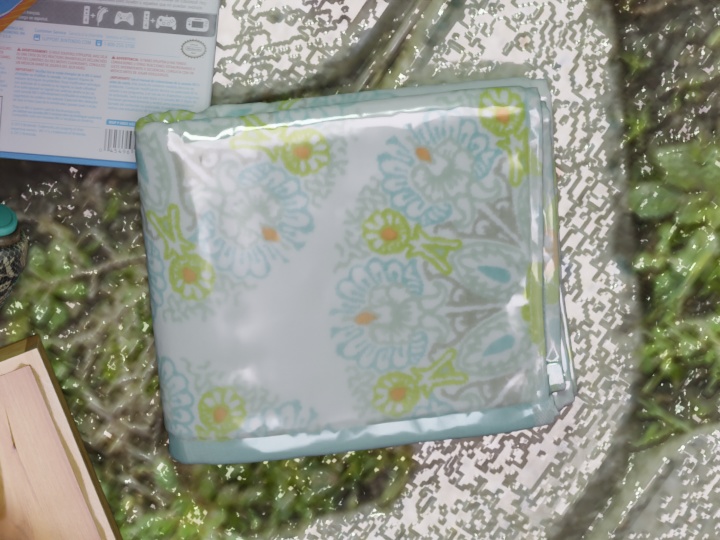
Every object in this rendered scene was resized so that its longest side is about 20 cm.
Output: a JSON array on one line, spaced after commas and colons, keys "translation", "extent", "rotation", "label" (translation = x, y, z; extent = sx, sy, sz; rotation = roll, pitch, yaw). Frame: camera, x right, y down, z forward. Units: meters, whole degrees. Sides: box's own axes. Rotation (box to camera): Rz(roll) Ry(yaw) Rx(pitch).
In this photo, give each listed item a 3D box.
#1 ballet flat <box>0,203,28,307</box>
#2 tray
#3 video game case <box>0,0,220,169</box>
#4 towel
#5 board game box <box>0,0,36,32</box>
[{"translation": [-0.255, -0.018, 1.331], "extent": [0.200, 0.068, 0.075], "rotation": [19, 112, -11], "label": "ballet flat"}, {"translation": [-0.163, 0.141, 1.383], "extent": [0.098, 0.037, 0.200], "rotation": [-21, 104, 0], "label": "tray"}, {"translation": [-0.134, -0.149, 1.333], "extent": [0.143, 0.018, 0.200], "rotation": [5, 102, -5], "label": "video game case"}, {"translation": [0.000, 0.000, 1.356], "extent": [0.199, 0.048, 0.172], "rotation": [-7, 107, -6], "label": "towel"}, {"translation": [-0.237, -0.179, 1.204], "extent": [0.200, 0.200, 0.200], "rotation": [-41, 87, 5], "label": "board game box"}]
